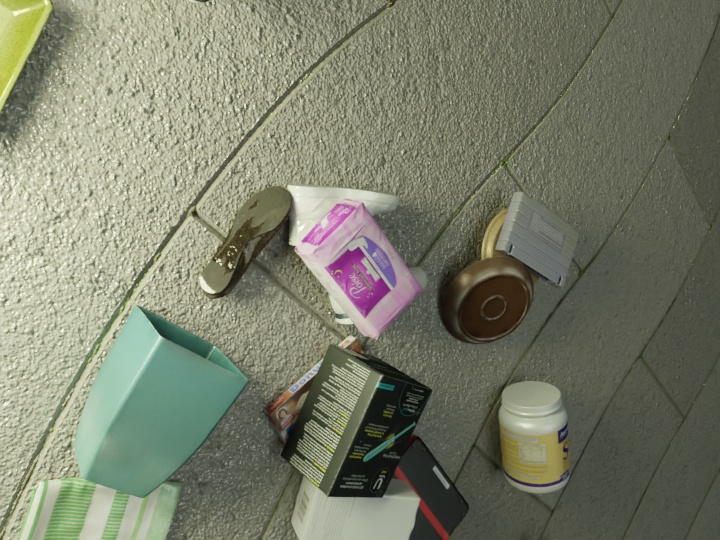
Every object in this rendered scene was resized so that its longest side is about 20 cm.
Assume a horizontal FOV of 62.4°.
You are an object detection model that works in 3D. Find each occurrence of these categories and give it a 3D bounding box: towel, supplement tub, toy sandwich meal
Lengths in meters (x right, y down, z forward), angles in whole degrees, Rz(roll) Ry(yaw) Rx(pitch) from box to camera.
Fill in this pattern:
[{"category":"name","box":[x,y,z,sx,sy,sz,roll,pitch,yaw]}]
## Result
[{"category":"towel","box":[-0.360,0.363,0.819,0.199,0.023,0.154,19,85,-37]},{"category":"supplement tub","box":[0.376,0.358,1.291,0.145,0.145,0.202,-18,108,-33]},{"category":"toy sandwich meal","box":[0.306,-0.029,1.234,0.204,0.070,0.207,-3,95,-34]}]

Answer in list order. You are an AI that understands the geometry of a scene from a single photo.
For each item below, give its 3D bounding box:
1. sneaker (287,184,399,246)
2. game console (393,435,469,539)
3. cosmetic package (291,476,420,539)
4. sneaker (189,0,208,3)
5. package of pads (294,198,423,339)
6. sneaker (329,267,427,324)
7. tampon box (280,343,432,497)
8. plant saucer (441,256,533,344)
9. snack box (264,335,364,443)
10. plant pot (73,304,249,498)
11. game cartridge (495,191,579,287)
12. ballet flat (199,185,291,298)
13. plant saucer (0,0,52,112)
[{"category":"sneaker","box":[-0.029,-0.078,0.975,0.199,0.074,0.117,-1,100,-28]},{"category":"game console","box":[0.105,0.451,1.147,0.177,0.031,0.201,-41,101,-30]},{"category":"cosmetic package","box":[-0.007,0.412,1.026,0.199,0.074,0.102,16,94,-23]},{"category":"sneaker","box":[-0.211,-0.378,0.745,0.075,0.115,0.202,17,53,-32]},{"category":"package of pads","box":[0.000,0.000,0.923,0.121,0.076,0.200,-46,120,-15]},{"category":"sneaker","box":[0.035,0.024,1.036,0.199,0.076,0.081,-23,101,-34]},{"category":"tampon box","box":[-0.006,0.248,0.973,0.150,0.126,0.201,26,88,-48]},{"category":"plant saucer","box":[0.258,0.068,1.175,0.199,0.032,0.202,-7,119,-14]},{"category":"snack box","box":[-0.069,0.200,1.010,0.200,0.024,0.072,-39,121,-26]},{"category":"plant pot","box":[-0.277,0.180,0.787,0.141,0.141,0.201,35,83,-34]},{"category":"game cartridge","box":[0.362,-0.061,1.207,0.199,0.038,0.131,27,75,-32]},{"category":"ballet flat","box":[-0.169,-0.041,0.889,0.201,0.067,0.046,-59,169,-18]},{"category":"plant saucer","box":[-0.469,-0.257,0.629,0.199,0.048,0.201,27,81,-36]}]
